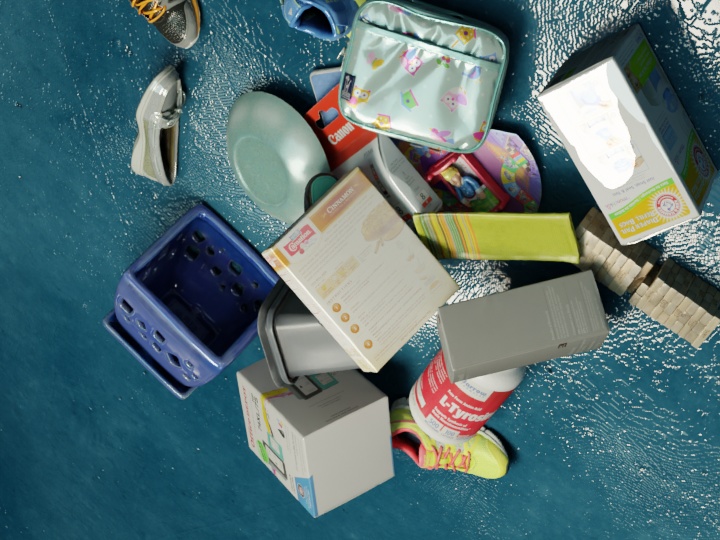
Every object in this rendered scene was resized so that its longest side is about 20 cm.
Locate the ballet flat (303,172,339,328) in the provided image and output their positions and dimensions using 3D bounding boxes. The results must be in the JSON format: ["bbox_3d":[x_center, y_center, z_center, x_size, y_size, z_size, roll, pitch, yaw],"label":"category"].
[{"bbox_3d":[-0.041,-0.024,1.492,0.072,0.073,0.204,-7,86,34],"label":"ballet flat"}]

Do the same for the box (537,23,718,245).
[{"bbox_3d":[0.300,-0.149,1.275,0.101,0.113,0.201,-23,106,38],"label":"box"}]

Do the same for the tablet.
[{"bbox_3d":[0.033,-0.206,1.472,0.197,0.014,0.132,-1,119,33],"label":"tablet"}]

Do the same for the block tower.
[{"bbox_3d":[0.344,0.008,1.388,0.199,0.058,0.054,36,132,9],"label":"block tower"}]

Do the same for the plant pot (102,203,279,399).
[{"bbox_3d":[-0.253,0.059,1.702,0.200,0.200,0.180,43,137,-1],"label":"plant pot"}]

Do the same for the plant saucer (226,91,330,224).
[{"bbox_3d":[-0.124,-0.142,1.563,0.199,0.039,0.203,28,137,30],"label":"plant saucer"}]

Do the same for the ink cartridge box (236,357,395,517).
[{"bbox_3d":[-0.066,0.222,1.672,0.199,0.145,0.149,35,140,48],"label":"ink cartridge box"}]

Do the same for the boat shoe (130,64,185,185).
[{"bbox_3d":[-0.279,-0.205,1.631,0.064,0.075,0.203,28,134,5],"label":"boat shoe"}]

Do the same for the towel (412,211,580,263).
[{"bbox_3d":[0.164,-0.040,1.392,0.197,0.018,0.086,2,145,25],"label":"towel"}]

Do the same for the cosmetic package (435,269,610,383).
[{"bbox_3d":[0.194,0.071,1.404,0.197,0.107,0.092,-17,75,1],"label":"cosmetic package"}]

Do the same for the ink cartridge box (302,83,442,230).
[{"bbox_3d":[-0.004,-0.126,1.484,0.200,0.050,0.162,46,152,-9],"label":"ink cartridge box"}]

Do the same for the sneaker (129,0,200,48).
[{"bbox_3d":[-0.289,-0.378,1.519,0.078,0.077,0.201,-28,104,39],"label":"sneaker"}]

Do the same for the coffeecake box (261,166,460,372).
[{"bbox_3d":[0.000,0.000,1.427,0.200,0.153,0.073,49,166,-7],"label":"coffeecake box"}]

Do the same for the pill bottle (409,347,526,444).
[{"bbox_3d":[0.154,0.138,1.551,0.112,0.112,0.201,37,132,5],"label":"pill bottle"}]

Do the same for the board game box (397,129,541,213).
[{"bbox_3d":[0.128,-0.106,1.446,0.197,0.039,0.160,15,131,22],"label":"board game box"}]

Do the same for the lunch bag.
[{"bbox_3d":[0.071,-0.236,1.350,0.197,0.077,0.163,16,113,4],"label":"lunch bag"}]

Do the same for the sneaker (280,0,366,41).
[{"bbox_3d":[-0.073,-0.355,1.380,0.200,0.105,0.076,42,132,1],"label":"sneaker"}]

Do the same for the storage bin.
[{"bbox_3d":[-0.036,0.070,1.580,0.132,0.201,0.147,-3,118,22],"label":"storage bin"}]

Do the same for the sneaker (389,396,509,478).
[{"bbox_3d":[0.119,0.263,1.668,0.197,0.090,0.079,19,126,18],"label":"sneaker"}]
